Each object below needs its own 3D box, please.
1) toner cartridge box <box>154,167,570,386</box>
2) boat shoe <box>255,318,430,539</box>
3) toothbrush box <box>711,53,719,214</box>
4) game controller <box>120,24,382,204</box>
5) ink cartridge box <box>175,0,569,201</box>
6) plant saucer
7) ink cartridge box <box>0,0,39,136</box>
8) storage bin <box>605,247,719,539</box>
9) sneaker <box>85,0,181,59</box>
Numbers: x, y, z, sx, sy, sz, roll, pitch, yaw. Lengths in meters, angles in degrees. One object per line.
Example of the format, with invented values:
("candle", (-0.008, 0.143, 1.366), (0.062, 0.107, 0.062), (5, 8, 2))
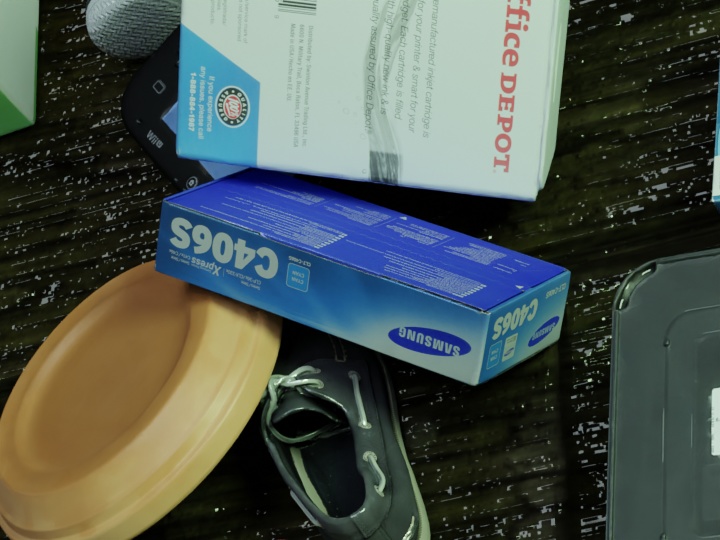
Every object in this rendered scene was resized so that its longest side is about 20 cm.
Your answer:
("toner cartridge box", (0.000, 0.000, 1.469), (0.199, 0.095, 0.043), (19, 114, 26))
("boat shoe", (-0.020, 0.074, 1.473), (0.073, 0.063, 0.200), (-31, 50, 8))
("toothbrush box", (0.285, -0.086, 1.398), (0.199, 0.085, 0.147), (-6, 58, 24))
("game controller", (-0.064, -0.077, 1.609), (0.104, 0.042, 0.200), (-41, 49, -1))
("ink cartridge box", (0.009, -0.127, 1.490), (0.199, 0.146, 0.084), (7, 21, 9))
("plant saucer", (-0.129, 0.066, 1.513), (0.200, 0.037, 0.201), (-31, 33, 23))
("ink cartridge box", (-0.307, -0.140, 1.753), (0.199, 0.084, 0.145), (-17, 54, 19))
("storage bin", (0.196, 0.094, 1.325), (0.135, 0.094, 0.201), (-10, 57, 23))
("sneaker", (-0.090, -0.221, 1.694), (0.200, 0.075, 0.115), (-31, 53, 12))
